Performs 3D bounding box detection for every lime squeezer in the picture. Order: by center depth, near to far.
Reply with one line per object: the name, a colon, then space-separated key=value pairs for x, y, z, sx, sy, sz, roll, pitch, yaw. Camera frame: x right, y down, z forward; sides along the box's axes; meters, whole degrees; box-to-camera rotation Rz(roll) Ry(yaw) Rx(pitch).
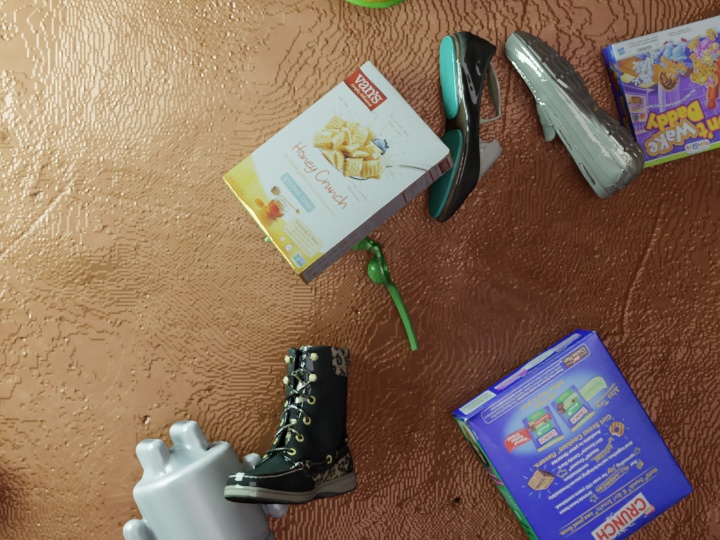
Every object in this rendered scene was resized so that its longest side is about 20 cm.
lime squeezer: x=0.000 y=0.000 z=1.537 sx=0.199 sy=0.038 sz=0.071 roll=37 pitch=88 yaw=-6

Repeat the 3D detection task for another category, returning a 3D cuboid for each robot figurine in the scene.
robot figurine: x=-0.156 y=0.253 z=1.489 sx=0.169 sy=0.113 sz=0.202 roll=-26 pitch=93 yaw=-18

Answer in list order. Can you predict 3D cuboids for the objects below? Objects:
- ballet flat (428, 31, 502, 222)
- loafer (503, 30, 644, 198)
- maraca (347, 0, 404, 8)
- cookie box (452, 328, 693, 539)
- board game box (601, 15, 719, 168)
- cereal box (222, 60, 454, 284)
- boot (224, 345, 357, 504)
ballet flat: x=0.115 y=-0.149 z=1.532 sx=0.068 sy=0.068 sz=0.202 roll=5 pitch=91 yaw=-18
loafer: x=0.213 y=-0.164 z=1.537 sx=0.070 sy=0.070 sz=0.201 roll=-43 pitch=79 yaw=32
maraca: x=0.024 y=-0.369 z=1.495 sx=0.136 sy=0.107 sz=0.202 roll=15 pitch=90 yaw=-13
cookie box: x=0.222 y=0.191 z=1.543 sx=0.170 sy=0.075 sz=0.201 roll=-32 pitch=94 yaw=-4
board game box: x=0.372 y=-0.198 z=1.563 sx=0.198 sy=0.045 sz=0.136 roll=-16 pitch=93 yaw=-5
cereal box: x=-0.023 y=-0.102 z=1.503 sx=0.200 sy=0.040 sz=0.144 roll=-40 pitch=67 yaw=-3
boot: x=-0.069 y=0.153 z=1.469 sx=0.073 sy=0.203 sz=0.156 roll=-2 pitch=87 yaw=30
